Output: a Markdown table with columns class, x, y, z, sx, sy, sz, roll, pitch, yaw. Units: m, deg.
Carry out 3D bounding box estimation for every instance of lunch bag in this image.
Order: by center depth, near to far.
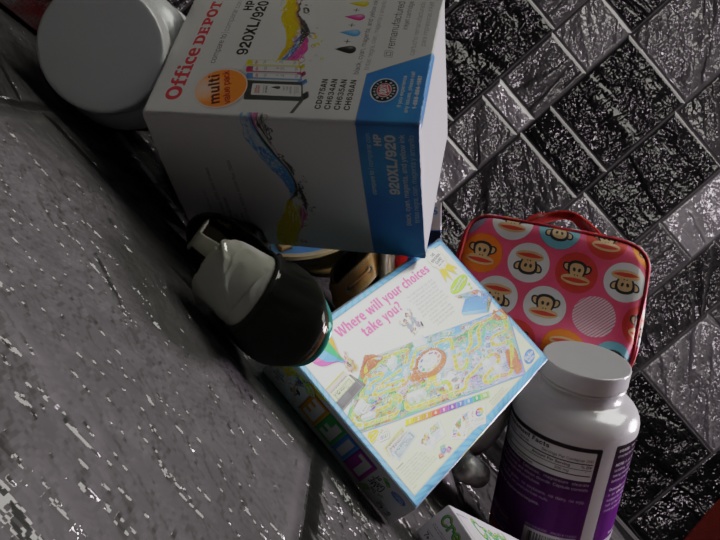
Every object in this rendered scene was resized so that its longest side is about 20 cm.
| class | x | y | z | sx | sy | sz | roll | pitch | yaw |
| --- | --- | --- | --- | --- | --- | --- | --- | --- | --- |
| lunch bag | 0.191 | 0.018 | 0.797 | 0.200 | 0.176 | 0.082 | 14 | -21 | 11 |

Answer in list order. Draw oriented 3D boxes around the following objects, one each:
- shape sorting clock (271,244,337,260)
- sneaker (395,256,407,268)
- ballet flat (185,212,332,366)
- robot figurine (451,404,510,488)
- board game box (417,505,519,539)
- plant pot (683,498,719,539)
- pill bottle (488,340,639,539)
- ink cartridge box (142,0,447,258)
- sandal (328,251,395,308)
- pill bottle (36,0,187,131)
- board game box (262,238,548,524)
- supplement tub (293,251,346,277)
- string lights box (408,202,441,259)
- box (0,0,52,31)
| class | x | y | z | sx | sy | sz | roll | pitch | yaw |
| --- | --- | --- | --- | --- | --- | --- | --- | --- | --- |
| shape sorting clock | -0.070 | -0.097 | 0.718 | 0.200 | 0.200 | 0.039 | 51 | -26 | 25 |
| sneaker | 0.050 | 0.030 | 0.835 | 0.077 | 0.085 | 0.200 | -118 | -159 | -65 |
| ballet flat | -0.085 | 0.006 | 0.525 | 0.068 | 0.068 | 0.200 | 34 | 1 | -29 |
| robot figurine | 0.073 | 0.115 | 0.701 | 0.200 | 0.113 | 0.170 | 36 | 34 | -66 |
| board game box | 0.125 | 0.251 | 0.567 | 0.126 | 0.035 | 0.200 | 52 | 6 | 39 |
| plant pot | 0.224 | 0.279 | 0.402 | 0.200 | 0.176 | 0.200 | 48 | 6 | -3 |
| pill bottle | 0.187 | 0.171 | 0.708 | 0.112 | 0.200 | 0.112 | 6 | 19 | -2 |
| ink cartridge box | -0.039 | -0.116 | 0.608 | 0.145 | 0.200 | 0.147 | 80 | 18 | -53 |
| sandal | 0.000 | 0.000 | 0.748 | 0.054 | 0.200 | 0.080 | 10 | -2 | -29 |
| pill bottle | -0.192 | -0.178 | 0.658 | 0.116 | 0.116 | 0.200 | 48 | 6 | -7 |
| board game box | 0.043 | 0.069 | 0.571 | 0.134 | 0.034 | 0.200 | 49 | 45 | 8 |
| supplement tub | -0.049 | -0.070 | 0.870 | 0.145 | 0.145 | 0.200 | 50 | 6 | 15 |
| string lights box | 0.062 | 0.020 | 0.928 | 0.103 | 0.059 | 0.200 | -129 | -140 | -87 |
| box | -0.268 | -0.264 | 0.763 | 0.100 | 0.095 | 0.200 | 52 | 6 | 31 |
